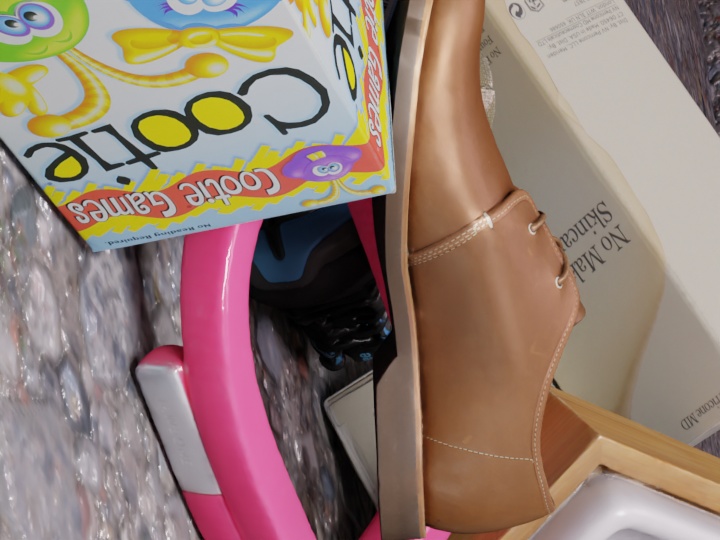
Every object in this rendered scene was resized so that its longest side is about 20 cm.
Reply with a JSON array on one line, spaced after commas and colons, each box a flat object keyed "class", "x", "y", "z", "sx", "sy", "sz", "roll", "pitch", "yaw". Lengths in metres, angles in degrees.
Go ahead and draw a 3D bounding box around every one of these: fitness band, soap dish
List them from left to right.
[{"class": "fitness band", "x": -0.010, "y": 0.031, "z": 0.879, "sx": 0.144, "sy": 0.037, "sz": 0.200, "roll": -51, "pitch": 136, "yaw": -38}, {"class": "soap dish", "x": 0.096, "y": 0.133, "z": 1.016, "sx": 0.200, "sy": 0.157, "sz": 0.081, "roll": 24, "pitch": 25, "yaw": -43}]

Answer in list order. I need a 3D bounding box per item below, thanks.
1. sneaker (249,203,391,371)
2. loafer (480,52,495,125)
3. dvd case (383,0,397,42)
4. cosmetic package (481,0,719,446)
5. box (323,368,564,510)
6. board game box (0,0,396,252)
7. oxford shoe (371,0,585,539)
[{"class": "sneaker", "x": 0.000, "y": 0.000, "z": 1.008, "sx": 0.200, "sy": 0.073, "sz": 0.082, "roll": -27, "pitch": 110, "yaw": -75}, {"class": "loafer", "x": 0.009, "y": -0.099, "z": 1.050, "sx": 0.200, "sy": 0.067, "sz": 0.076, "roll": -100, "pitch": -150, "yaw": -54}, {"class": "dvd case", "x": 0.008, "y": -0.143, "z": 0.952, "sx": 0.200, "sy": 0.018, "sz": 0.143, "roll": -143, "pitch": -108, "yaw": -71}, {"class": "cosmetic package", "x": 0.106, "y": -0.021, "z": 1.087, "sx": 0.073, "sy": 0.104, "sz": 0.200, "roll": -26, "pitch": 78, "yaw": -37}, {"class": "box", "x": 0.063, "y": 0.068, "z": 1.127, "sx": 0.082, "sy": 0.068, "sz": 0.200, "roll": 62, "pitch": 20, "yaw": 10}, {"class": "board game box", "x": -0.067, "y": -0.102, "z": 0.724, "sx": 0.200, "sy": 0.105, "sz": 0.103, "roll": 57, "pitch": 26, "yaw": -58}, {"class": "oxford shoe", "x": 0.038, "y": -0.010, "z": 0.835, "sx": 0.071, "sy": 0.071, "sz": 0.200, "roll": -88, "pitch": 176, "yaw": -73}]
